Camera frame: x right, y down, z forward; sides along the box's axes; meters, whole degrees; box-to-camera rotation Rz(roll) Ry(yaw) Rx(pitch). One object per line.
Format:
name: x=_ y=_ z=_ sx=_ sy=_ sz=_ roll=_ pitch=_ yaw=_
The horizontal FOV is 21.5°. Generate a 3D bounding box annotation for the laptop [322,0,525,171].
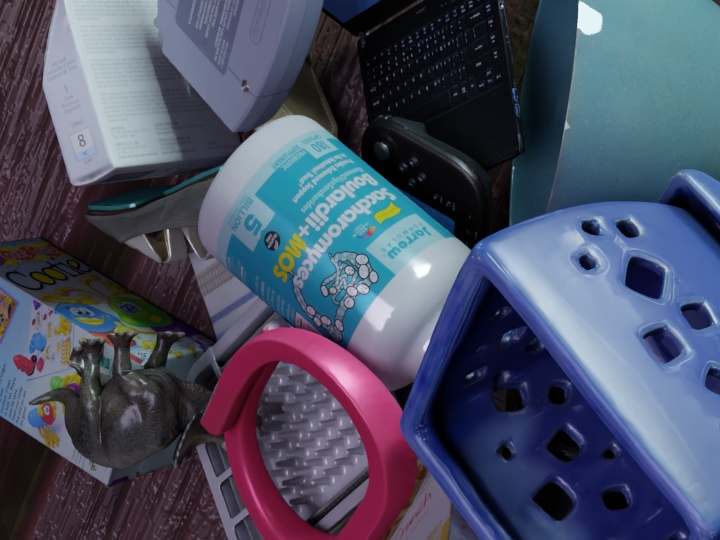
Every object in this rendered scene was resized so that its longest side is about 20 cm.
laptop: x=0.007 y=-0.152 z=1.246 sx=0.177 sy=0.103 sz=0.202 roll=-21 pitch=74 yaw=59

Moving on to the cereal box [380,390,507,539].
cereal box: x=0.041 y=0.167 z=1.192 sx=0.039 sy=0.200 sz=0.144 roll=25 pitch=121 yaw=-9

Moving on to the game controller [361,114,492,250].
game controller: x=0.042 y=-0.010 z=1.271 sx=0.104 sy=0.042 sz=0.201 roll=40 pitch=145 yaw=34

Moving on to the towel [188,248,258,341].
towel: x=-0.062 y=0.015 z=1.383 sx=0.147 sy=0.024 sz=0.201 roll=-33 pitch=73 yaw=44

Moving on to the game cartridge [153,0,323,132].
game cartridge: x=-0.076 y=-0.198 z=1.255 sx=0.134 sy=0.040 sz=0.201 roll=52 pitch=139 yaw=33

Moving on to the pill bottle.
pill bottle: x=0.000 y=0.000 z=1.200 sx=0.200 sy=0.111 sz=0.111 roll=40 pitch=116 yaw=19

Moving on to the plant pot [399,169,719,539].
plant pot: x=0.162 y=0.075 z=1.049 sx=0.200 sy=0.179 sz=0.201 roll=52 pitch=150 yaw=21

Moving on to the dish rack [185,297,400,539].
dish rack: x=-0.040 y=0.104 z=1.317 sx=0.200 sy=0.043 sz=0.173 roll=-46 pitch=57 yaw=41

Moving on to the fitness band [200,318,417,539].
fitness band: x=-0.033 y=0.114 z=1.206 sx=0.144 sy=0.037 sz=0.200 roll=47 pitch=144 yaw=14

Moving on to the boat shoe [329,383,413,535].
boat shoe: x=0.007 y=0.148 z=1.354 sx=0.200 sy=0.073 sz=0.065 roll=-53 pitch=52 yaw=29

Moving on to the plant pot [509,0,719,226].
plant pot: x=0.174 y=-0.092 z=1.153 sx=0.134 sy=0.200 sz=0.202 roll=8 pitch=104 yaw=-4

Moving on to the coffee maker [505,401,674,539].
coffee maker: x=0.132 y=0.193 z=1.202 sx=0.134 sy=0.191 sz=0.202 roll=19 pitch=106 yaw=46

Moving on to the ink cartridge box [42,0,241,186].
ink cartridge box: x=-0.171 y=-0.165 z=1.362 sx=0.047 sy=0.160 sz=0.202 roll=-20 pitch=86 yaw=32

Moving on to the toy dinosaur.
toy dinosaur: x=-0.168 y=0.098 z=1.329 sx=0.199 sy=0.077 sz=0.103 roll=-10 pitch=83 yaw=26

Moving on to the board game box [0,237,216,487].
board game box: x=-0.223 y=0.065 z=1.463 sx=0.199 sy=0.103 sz=0.106 roll=29 pitch=111 yaw=26

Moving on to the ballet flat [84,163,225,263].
ballet flat: x=-0.134 y=-0.035 z=1.388 sx=0.199 sy=0.067 sz=0.064 roll=-11 pitch=97 yaw=48

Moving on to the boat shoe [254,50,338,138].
boat shoe: x=-0.070 y=-0.167 z=1.352 sx=0.065 sy=0.072 sz=0.201 roll=-43 pitch=68 yaw=31
